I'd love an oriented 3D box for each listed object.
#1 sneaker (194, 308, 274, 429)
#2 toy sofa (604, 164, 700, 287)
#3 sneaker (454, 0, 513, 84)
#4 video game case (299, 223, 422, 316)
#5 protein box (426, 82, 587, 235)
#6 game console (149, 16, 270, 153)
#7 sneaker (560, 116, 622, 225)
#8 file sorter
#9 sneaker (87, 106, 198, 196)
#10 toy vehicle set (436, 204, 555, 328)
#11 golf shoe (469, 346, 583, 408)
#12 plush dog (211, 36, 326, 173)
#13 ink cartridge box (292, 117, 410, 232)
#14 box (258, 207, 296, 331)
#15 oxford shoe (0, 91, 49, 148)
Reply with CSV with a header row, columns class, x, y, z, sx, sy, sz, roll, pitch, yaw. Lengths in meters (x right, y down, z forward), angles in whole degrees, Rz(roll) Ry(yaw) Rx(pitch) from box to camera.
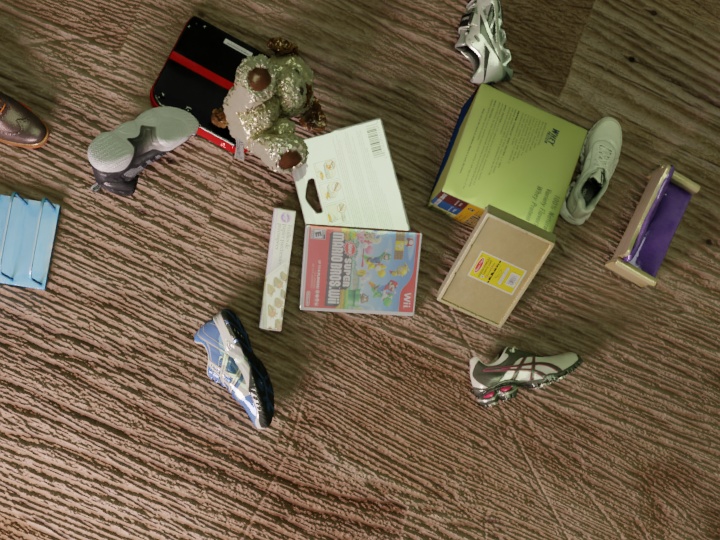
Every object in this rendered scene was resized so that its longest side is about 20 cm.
class,x,y,z,sx,sy,sz,roll,pitch,yaw
sneaker,-0.202,0.167,1.668,0.076,0.076,0.203,-25,87,12
toy sofa,0.513,-0.078,1.777,0.082,0.098,0.202,28,79,-3
sneaker,0.203,-0.424,1.785,0.087,0.074,0.204,-12,85,-11
video game case,0.000,0.000,1.710,0.196,0.017,0.146,3,103,-9
protein box,0.245,-0.171,1.730,0.197,0.135,0.202,22,80,-4
game console,-0.241,-0.312,1.735,0.197,0.031,0.179,27,76,-5
sneaker,0.414,-0.178,1.784,0.074,0.081,0.203,23,79,-3
file sorter,-0.591,-0.061,1.605,0.196,0.123,0.142,9,81,-6
sneaker,-0.358,-0.192,1.669,0.198,0.114,0.076,-29,72,-32
toy vehicle set,0.222,-0.003,1.693,0.122,0.202,0.027,24,37,-5
golf shoe,0.280,0.163,1.729,0.196,0.077,0.090,-17,79,-10
plush dog,-0.142,-0.282,1.680,0.171,0.159,0.203,-41,123,-31
ink cartridge box,-0.021,-0.138,1.736,0.170,0.044,0.204,-15,86,-3
box,-0.139,0.000,1.704,0.038,0.041,0.204,7,83,-7
oxford shoe,-0.598,-0.262,1.652,0.197,0.073,0.072,28,80,-4
